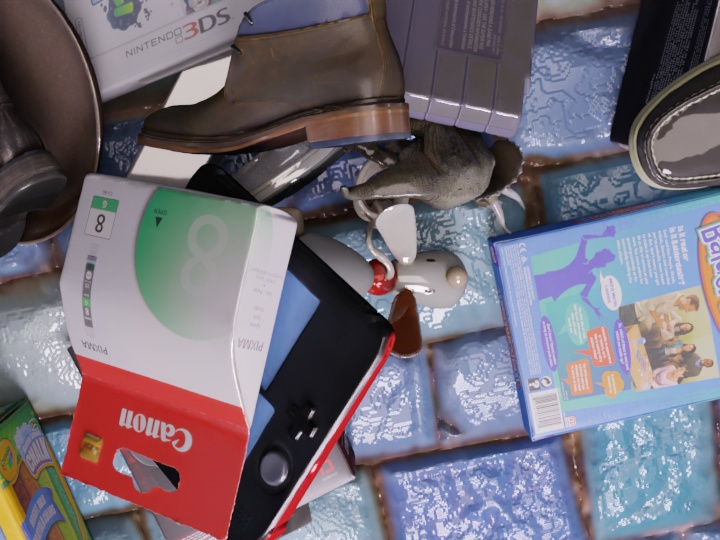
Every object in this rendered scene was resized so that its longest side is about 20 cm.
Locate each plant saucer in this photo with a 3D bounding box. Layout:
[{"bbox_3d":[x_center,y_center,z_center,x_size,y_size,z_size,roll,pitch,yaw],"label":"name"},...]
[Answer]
[{"bbox_3d":[-0.252,-0.120,0.809,0.197,0.032,0.204,11,114,27],"label":"plant saucer"}]

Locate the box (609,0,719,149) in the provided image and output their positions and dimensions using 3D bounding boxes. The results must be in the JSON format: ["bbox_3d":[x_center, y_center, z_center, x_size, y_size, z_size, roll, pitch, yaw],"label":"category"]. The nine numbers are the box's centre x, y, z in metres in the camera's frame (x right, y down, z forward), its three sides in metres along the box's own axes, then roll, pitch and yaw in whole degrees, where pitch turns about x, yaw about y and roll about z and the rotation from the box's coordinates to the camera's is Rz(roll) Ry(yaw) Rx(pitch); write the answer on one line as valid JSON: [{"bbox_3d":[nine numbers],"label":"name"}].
[{"bbox_3d":[0.294,-0.114,0.771,0.196,0.199,0.125,12,100,-2],"label":"box"}]

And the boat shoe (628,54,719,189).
[{"bbox_3d":[0.250,-0.095,0.640,0.198,0.066,0.073,-17,100,3],"label":"boat shoe"}]

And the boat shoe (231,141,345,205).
[{"bbox_3d":[-0.029,-0.116,0.833,0.202,0.074,0.065,-42,90,0],"label":"boat shoe"}]

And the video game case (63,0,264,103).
[{"bbox_3d":[-0.133,-0.238,0.782,0.180,0.024,0.204,-16,80,24],"label":"video game case"}]

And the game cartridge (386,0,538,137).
[{"bbox_3d":[0.060,-0.189,0.793,0.127,0.039,0.203,13,62,-6],"label":"game cartridge"}]

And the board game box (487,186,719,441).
[{"bbox_3d":[0.207,0.030,0.864,0.196,0.045,0.155,-12,96,1],"label":"board game box"}]

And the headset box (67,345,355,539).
[{"bbox_3d":[-0.102,0.108,0.854,0.147,0.077,0.202,-25,95,2],"label":"headset box"}]

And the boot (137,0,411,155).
[{"bbox_3d":[-0.059,-0.125,0.729,0.197,0.074,0.099,-1,96,26],"label":"boot"}]

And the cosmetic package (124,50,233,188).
[{"bbox_3d":[-0.107,-0.124,0.824,0.050,0.083,0.202,29,95,-1],"label":"cosmetic package"}]

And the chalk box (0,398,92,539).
[{"bbox_3d":[-0.287,0.177,0.835,0.122,0.124,0.203,-22,98,2],"label":"chalk box"}]

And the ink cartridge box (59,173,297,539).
[{"bbox_3d":[-0.131,0.048,0.725,0.159,0.050,0.203,11,85,35],"label":"ink cartridge box"}]

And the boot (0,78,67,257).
[{"bbox_3d":[-0.289,-0.098,0.791,0.199,0.069,0.176,-33,84,34],"label":"boot"}]

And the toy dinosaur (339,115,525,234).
[{"bbox_3d":[0.054,-0.077,0.780,0.102,0.199,0.078,33,108,17],"label":"toy dinosaur"}]

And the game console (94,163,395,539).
[{"bbox_3d":[-0.084,0.054,0.732,0.200,0.031,0.178,41,110,32],"label":"game console"}]

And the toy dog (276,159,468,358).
[{"bbox_3d":[0.000,0.000,0.792,0.198,0.096,0.134,-25,101,-30],"label":"toy dog"}]
